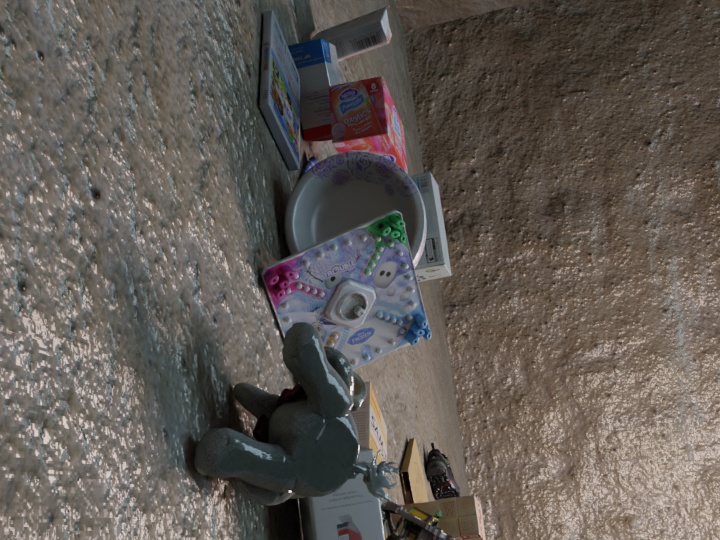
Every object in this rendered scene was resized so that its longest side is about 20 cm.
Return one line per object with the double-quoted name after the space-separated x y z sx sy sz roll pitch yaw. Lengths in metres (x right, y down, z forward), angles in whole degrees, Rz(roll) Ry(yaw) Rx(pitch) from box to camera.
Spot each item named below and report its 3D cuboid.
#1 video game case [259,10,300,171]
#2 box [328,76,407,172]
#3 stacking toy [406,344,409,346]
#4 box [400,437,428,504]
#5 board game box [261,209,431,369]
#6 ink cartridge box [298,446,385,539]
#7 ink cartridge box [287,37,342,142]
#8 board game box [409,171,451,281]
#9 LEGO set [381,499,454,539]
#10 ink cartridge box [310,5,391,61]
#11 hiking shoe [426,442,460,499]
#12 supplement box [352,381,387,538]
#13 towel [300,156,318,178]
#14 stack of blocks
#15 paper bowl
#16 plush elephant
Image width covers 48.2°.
-0.121 -0.274 1.227 0.144 0.018 0.202 67 17 -54 "video game case"
0.016 -0.230 1.350 0.200 0.093 0.104 48 35 -71 "box"
0.062 0.094 1.738 0.200 0.084 0.087 51 30 -56 "stacking toy"
0.124 0.494 1.830 0.200 0.021 0.166 -43 123 -77 "box"
-0.010 0.047 1.059 0.026 0.198 0.202 46 -23 56 "board game box"
-0.021 0.312 0.934 0.145 0.082 0.203 137 -54 -76 "ink cartridge box"
-0.066 -0.289 1.396 0.116 0.066 0.203 -40 120 -76 "ink cartridge box"
0.030 -0.051 1.237 0.064 0.197 0.150 42 40 -68 "board game box"
0.069 0.417 1.098 0.201 0.115 0.154 -57 143 -19 "LEGO set"
-0.019 -0.445 1.535 0.201 0.160 0.051 -74 145 -65 "ink cartridge box"
0.228 0.553 2.190 0.201 0.075 0.102 69 18 -43 "hiking shoe"
-0.005 0.283 1.185 0.202 0.072 0.127 -89 166 -47 "supplement box"
-0.071 -0.086 1.310 0.201 0.023 0.147 -80 157 -61 "towel"
0.093 0.403 1.258 0.115 0.197 0.059 58 24 -61 "stack of blocks"
-0.004 -0.059 1.149 0.104 0.197 0.204 67 15 -79 "paper bowl"
-0.067 0.157 0.815 0.199 0.154 0.166 39 75 -24 "plush elephant"
